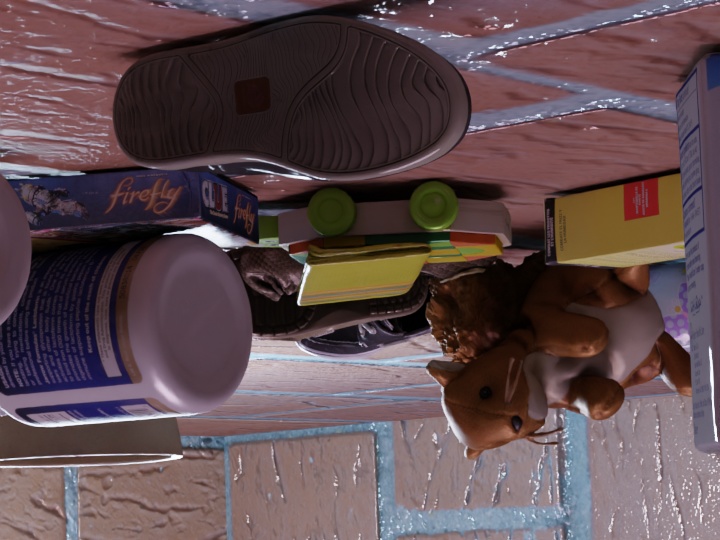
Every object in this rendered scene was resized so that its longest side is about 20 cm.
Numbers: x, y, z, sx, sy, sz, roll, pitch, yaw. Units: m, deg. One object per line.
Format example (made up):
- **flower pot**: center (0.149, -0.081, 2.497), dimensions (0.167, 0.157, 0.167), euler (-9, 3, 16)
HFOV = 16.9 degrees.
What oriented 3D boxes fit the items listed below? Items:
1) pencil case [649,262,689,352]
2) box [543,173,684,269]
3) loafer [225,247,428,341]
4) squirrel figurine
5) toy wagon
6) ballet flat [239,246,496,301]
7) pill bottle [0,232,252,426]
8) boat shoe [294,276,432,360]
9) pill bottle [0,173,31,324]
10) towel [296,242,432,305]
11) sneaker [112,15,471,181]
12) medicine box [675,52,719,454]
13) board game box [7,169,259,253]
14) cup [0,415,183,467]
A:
- **pencil case**: center (0.301, 0.033, 2.061), dimensions (0.199, 0.091, 0.083), euler (-8, 131, 27)
- **box**: center (0.218, -0.037, 1.626), dimensions (0.075, 0.050, 0.200), euler (4, 171, -40)
- **loafer**: center (-0.048, 0.022, 1.910), dimensions (0.199, 0.076, 0.068), euler (-1, 167, -16)
- **squirrel figurine**: center (0.132, 0.063, 1.887), dimensions (0.186, 0.142, 0.200), euler (-36, -147, -14)
- **toy wagon**: center (0.002, -0.027, 1.670), dimensions (0.199, 0.040, 0.155), euler (-3, 173, 8)
- **ballet flat**: center (0.007, -0.001, 1.854), dimensions (0.199, 0.047, 0.067), euler (-1, 174, -11)
- **pill bottle**: center (-0.179, 0.042, 1.575), dimensions (0.199, 0.116, 0.116), euler (-7, 172, 34)
- **boat shoe**: center (0.025, 0.033, 2.043), dimensions (0.199, 0.072, 0.068), euler (-8, 173, 24)
- **pill bottle**: center (-0.299, -0.006, 1.449), dimensions (0.200, 0.113, 0.112), euler (-8, 171, 41)
- **towel**: center (0.000, 0.000, 1.681), dimensions (0.086, 0.018, 0.200), euler (-7, 173, -4)
- **sneaker**: center (-0.012, -0.080, 1.155), dimensions (0.199, 0.075, 0.106), euler (4, -177, 38)
- **medicine box**: center (0.261, -0.009, 1.243), dimensions (0.181, 0.201, 0.103), euler (-3, 175, 1)
- **board game box**: center (-0.179, -0.035, 1.572), dimensions (0.199, 0.035, 0.135), euler (-4, 173, 13)
- **cup**: center (-0.265, 0.105, 2.239), dimensions (0.199, 0.144, 0.200), euler (-2, 172, 0)
